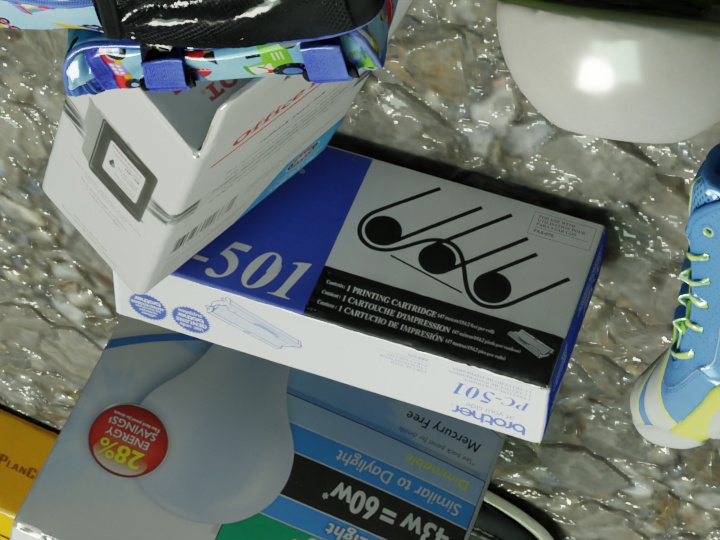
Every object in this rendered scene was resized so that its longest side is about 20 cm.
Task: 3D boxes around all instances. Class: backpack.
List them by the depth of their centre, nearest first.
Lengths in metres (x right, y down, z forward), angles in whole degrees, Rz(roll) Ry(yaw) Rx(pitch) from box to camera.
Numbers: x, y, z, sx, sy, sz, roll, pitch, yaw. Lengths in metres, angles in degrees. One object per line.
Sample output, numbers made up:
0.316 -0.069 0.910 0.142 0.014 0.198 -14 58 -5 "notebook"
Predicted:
-0.088 -0.149 0.701 0.198 0.184 0.135 -5 140 9 "backpack"

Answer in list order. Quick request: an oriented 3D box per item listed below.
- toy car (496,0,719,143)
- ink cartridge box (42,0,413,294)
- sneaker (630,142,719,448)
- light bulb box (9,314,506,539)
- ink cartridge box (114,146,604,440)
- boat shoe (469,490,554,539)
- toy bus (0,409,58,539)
0.119 -0.133 0.662 0.198 0.176 0.150 2 -167 -18 "toy car"
-0.051 -0.077 0.816 0.067 0.116 0.200 48 156 5 "ink cartridge box"
0.163 -0.002 0.880 0.105 0.076 0.200 44 134 -7 "sneaker"
-0.045 0.107 1.016 0.197 0.201 0.125 22 145 2 "light bulb box"
0.000 0.000 0.932 0.199 0.094 0.044 17 144 11 "ink cartridge box"
0.007 0.141 1.144 0.198 0.066 0.075 23 144 1 "boat shoe"
-0.189 0.141 1.261 0.199 0.065 0.078 24 146 0 "toy bus"
